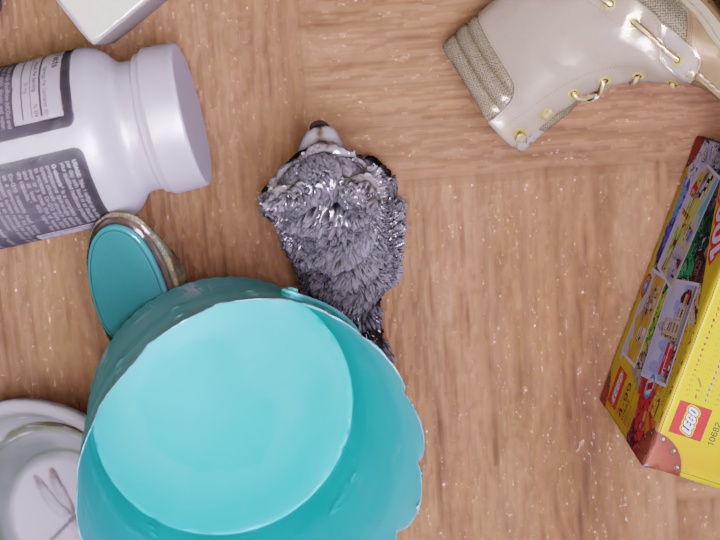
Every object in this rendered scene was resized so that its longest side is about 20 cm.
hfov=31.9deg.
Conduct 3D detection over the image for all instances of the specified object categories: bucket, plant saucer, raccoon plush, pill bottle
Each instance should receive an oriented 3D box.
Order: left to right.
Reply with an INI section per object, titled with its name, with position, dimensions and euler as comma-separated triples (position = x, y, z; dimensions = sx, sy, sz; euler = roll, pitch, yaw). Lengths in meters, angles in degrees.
[pill bottle]
position = -0.204, -0.079, 0.815
dimensions = 0.199, 0.116, 0.117
euler = -12, 101, 2
[plant saucer]
position = -0.208, 0.179, 0.881
dimensions = 0.199, 0.050, 0.201
euler = 5, 104, 20
[bucket]
position = -0.071, 0.102, 0.752
dimensions = 0.206, 0.135, 0.208
euler = -3, 102, -12
[raccoon plush]
position = 0.000, 0.000, 0.820
dimensions = 0.096, 0.134, 0.201
euler = -26, 100, 4

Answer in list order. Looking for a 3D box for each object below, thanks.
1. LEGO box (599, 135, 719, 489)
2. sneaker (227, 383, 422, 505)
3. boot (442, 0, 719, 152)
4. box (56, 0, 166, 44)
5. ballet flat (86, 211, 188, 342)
[LEGO box]
position = 0.237, 0.024, 0.819
dimensions = 0.077, 0.149, 0.201
euler = 18, 100, -3
[sneaker]
position = -0.028, 0.115, 0.874
dimensions = 0.130, 0.080, 0.201
euler = -10, 110, 4
[boot]
position = 0.163, -0.123, 0.806
dimensions = 0.200, 0.073, 0.155
euler = 47, 114, 3
[box]
position = -0.110, -0.232, 0.805
dimensions = 0.200, 0.082, 0.068
euler = -37, 99, 5
[ballet flat]
position = -0.134, 0.040, 0.847
dimensions = 0.070, 0.071, 0.201
euler = -8, 118, 1
